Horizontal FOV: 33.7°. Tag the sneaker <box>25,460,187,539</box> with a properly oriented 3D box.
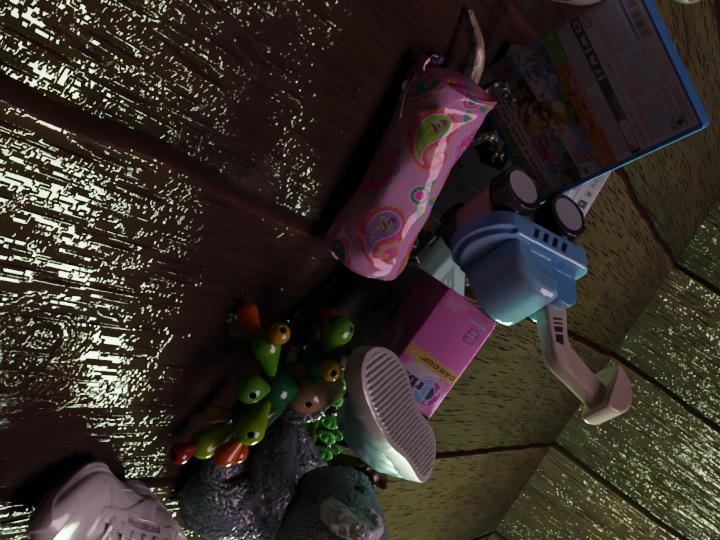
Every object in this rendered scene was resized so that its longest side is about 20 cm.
[{"bbox_3d":[-0.195,0.212,0.973,0.075,0.099,0.200,-53,159,0],"label":"sneaker"}]

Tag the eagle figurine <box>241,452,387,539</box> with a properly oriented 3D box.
[{"bbox_3d":[-0.059,0.299,1.399,0.200,0.151,0.152,-58,178,-24],"label":"eagle figurine"}]

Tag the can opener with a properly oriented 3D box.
[{"bbox_3d":[0.000,0.000,1.182,0.200,0.053,0.067,-41,124,-34],"label":"can opener"}]

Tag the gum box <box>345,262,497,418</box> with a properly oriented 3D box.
[{"bbox_3d":[0.052,0.060,1.218,0.114,0.066,0.200,-54,-163,1],"label":"gum box"}]

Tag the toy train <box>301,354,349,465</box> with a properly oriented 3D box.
[{"bbox_3d":[-0.044,0.153,1.291,0.200,0.056,0.042,101,15,-48],"label":"toy train"}]

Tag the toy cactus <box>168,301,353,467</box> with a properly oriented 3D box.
[{"bbox_3d":[-0.074,0.103,1.077,0.200,0.102,0.165,-51,156,14],"label":"toy cactus"}]

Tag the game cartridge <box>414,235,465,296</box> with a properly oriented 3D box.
[{"bbox_3d":[0.074,0.044,1.423,0.133,0.040,0.200,-51,160,-21],"label":"game cartridge"}]

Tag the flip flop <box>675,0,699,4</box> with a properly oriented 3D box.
[{"bbox_3d":[0.426,-0.421,1.439,0.057,0.081,0.201,13,111,-51],"label":"flip flop"}]

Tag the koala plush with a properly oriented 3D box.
[{"bbox_3d":[-0.056,0.234,1.179,0.184,0.200,0.178,-43,157,-30],"label":"koala plush"}]

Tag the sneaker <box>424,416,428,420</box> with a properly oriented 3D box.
[{"bbox_3d":[0.062,0.143,1.537,0.073,0.084,0.200,56,44,-24],"label":"sneaker"}]

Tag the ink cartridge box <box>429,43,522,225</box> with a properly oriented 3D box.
[{"bbox_3d":[0.162,-0.130,1.267,0.201,0.083,0.147,-60,163,13],"label":"ink cartridge box"}]

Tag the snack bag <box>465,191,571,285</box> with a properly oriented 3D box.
[{"bbox_3d":[0.194,-0.064,1.385,0.201,0.021,0.189,-64,-170,-2],"label":"snack bag"}]

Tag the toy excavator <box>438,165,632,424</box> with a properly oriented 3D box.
[{"bbox_3d":[0.171,0.031,1.131,0.100,0.194,0.201,-33,-137,41],"label":"toy excavator"}]

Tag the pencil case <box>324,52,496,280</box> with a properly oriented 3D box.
[{"bbox_3d":[0.040,-0.091,1.063,0.201,0.087,0.087,-62,159,17],"label":"pencil case"}]

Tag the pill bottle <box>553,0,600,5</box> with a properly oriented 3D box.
[{"bbox_3d":[0.164,-0.287,0.982,0.113,0.113,0.200,-59,159,12],"label":"pill bottle"}]

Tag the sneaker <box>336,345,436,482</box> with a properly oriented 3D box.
[{"bbox_3d":[0.007,0.136,1.095,0.200,0.082,0.074,66,35,-46],"label":"sneaker"}]

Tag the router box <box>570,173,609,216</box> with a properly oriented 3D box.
[{"bbox_3d":[0.276,-0.159,1.437,0.201,0.049,0.180,-63,-175,21],"label":"router box"}]

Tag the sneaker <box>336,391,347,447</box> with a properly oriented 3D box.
[{"bbox_3d":[0.022,0.143,1.381,0.200,0.074,0.083,-44,-147,42],"label":"sneaker"}]

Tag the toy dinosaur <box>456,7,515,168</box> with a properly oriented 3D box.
[{"bbox_3d":[0.102,-0.149,1.131,0.088,0.048,0.201,3,125,-29],"label":"toy dinosaur"}]

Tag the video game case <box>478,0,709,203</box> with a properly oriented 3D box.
[{"bbox_3d":[0.211,-0.161,1.118,0.200,0.144,0.018,-25,180,42],"label":"video game case"}]
